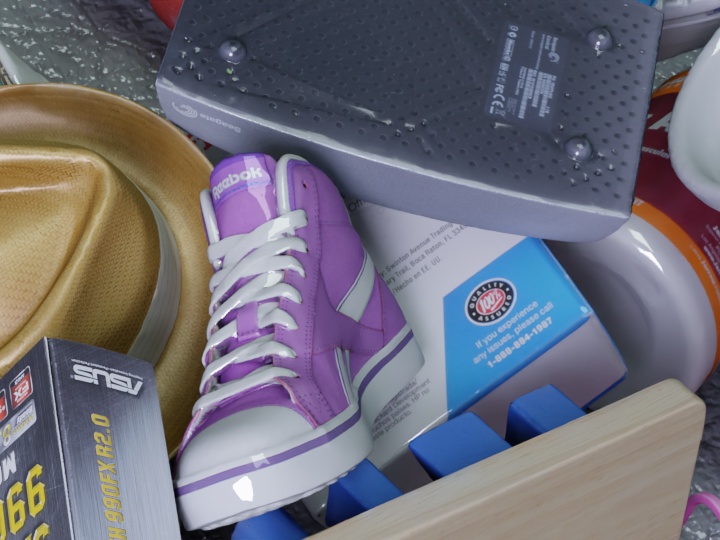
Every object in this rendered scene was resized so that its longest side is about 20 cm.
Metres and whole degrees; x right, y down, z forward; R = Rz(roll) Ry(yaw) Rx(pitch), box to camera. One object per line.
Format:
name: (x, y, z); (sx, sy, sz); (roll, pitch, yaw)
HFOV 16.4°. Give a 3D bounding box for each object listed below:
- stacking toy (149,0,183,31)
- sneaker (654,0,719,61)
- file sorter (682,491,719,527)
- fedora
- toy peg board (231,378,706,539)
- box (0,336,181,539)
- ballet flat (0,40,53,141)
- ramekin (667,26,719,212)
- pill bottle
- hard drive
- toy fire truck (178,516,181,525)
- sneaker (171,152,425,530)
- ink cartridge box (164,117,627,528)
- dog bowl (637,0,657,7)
stacking toy: (-0.041, -0.133, 1.237); (0.146, 0.146, 0.201); (-27, 82, -35)
sneaker: (0.109, -0.121, 1.238); (0.199, 0.082, 0.075); (-4, 63, 23)
file sorter: (0.230, 0.156, 1.051); (0.199, 0.126, 0.140); (-8, 53, -24)
fedora: (-0.142, 0.005, 0.977); (0.199, 0.082, 0.202); (-1, 72, 2)
toy peg board: (0.015, 0.133, 0.965); (0.199, 0.200, 0.098); (-21, 43, -32)
box: (-0.135, 0.143, 0.883); (0.048, 0.200, 0.159); (16, 48, -35)
ballet flat: (-0.127, -0.028, 1.073); (0.069, 0.070, 0.201); (-20, 68, -31)
ramekin: (0.240, -0.073, 1.076); (0.098, 0.200, 0.201); (47, 42, -24)
pill bottle: (0.162, -0.029, 1.196); (0.114, 0.115, 0.200); (36, 48, 14)
hard drive: (0.022, -0.083, 1.045); (0.199, 0.042, 0.135); (15, 51, -1)
toy fire truck: (-0.127, 0.096, 1.037); (0.140, 0.049, 0.200); (31, 47, 8)
sneaker: (-0.041, 0.019, 0.929); (0.201, 0.072, 0.115); (-55, 123, -71)
ink cartridge box: (0.000, 0.000, 1.095); (0.146, 0.084, 0.200); (-36, 62, 4)
dog bowl: (0.060, -0.156, 1.176); (0.111, 0.050, 0.200); (-22, 54, -20)
